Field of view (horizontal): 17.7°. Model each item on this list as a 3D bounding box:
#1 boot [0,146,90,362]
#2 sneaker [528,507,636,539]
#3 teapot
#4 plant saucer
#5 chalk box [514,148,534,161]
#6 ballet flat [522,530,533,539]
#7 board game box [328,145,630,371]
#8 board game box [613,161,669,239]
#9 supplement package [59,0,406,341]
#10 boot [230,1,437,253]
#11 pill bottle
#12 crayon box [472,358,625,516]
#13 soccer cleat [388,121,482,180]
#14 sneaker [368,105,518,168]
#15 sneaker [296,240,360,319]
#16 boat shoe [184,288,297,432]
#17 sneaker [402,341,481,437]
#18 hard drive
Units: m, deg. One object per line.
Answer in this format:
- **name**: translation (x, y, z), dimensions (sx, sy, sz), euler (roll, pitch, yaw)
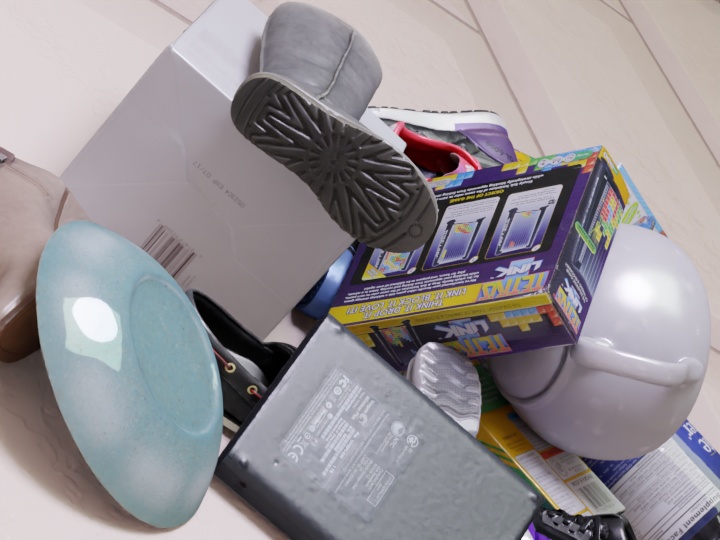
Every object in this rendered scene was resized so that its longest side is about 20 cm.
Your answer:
- **boot**: translation (-0.239, -0.021, 1.478), dimensions (0.146, 0.070, 0.200), euler (39, 19, 7)
- **sneaker**: translation (0.150, 0.202, 1.693), dimensions (0.200, 0.100, 0.069), euler (49, 19, 14)
- **teapot**: translation (0.165, 0.051, 1.776), dimensions (0.145, 0.200, 0.198), euler (10, 51, -30)
- **plant saucer**: translation (-0.130, 0.058, 1.436), dimensions (0.201, 0.039, 0.202), euler (52, 26, -38)
- **chalk box**: translation (0.124, -0.008, 2.030), dimensions (0.124, 0.124, 0.200), euler (22, 29, -43)
- **ballet flat**: translation (0.099, 0.227, 1.613), dimensions (0.069, 0.069, 0.201), euler (16, 37, -51)
- **board game box**: translation (0.088, -0.006, 1.740), dimensions (0.057, 0.199, 0.166), euler (56, 40, -32)
- **board game box**: translation (0.185, 0.025, 1.956), dimensions (0.034, 0.200, 0.135), euler (9, -39, 52)
- **supplement package**: translation (-0.092, -0.079, 1.733), dimensions (0.191, 0.147, 0.200), euler (41, 20, -6)
- **boot**: translation (-0.010, -0.107, 1.654), dimensions (0.182, 0.073, 0.200), euler (43, 15, -6)
- **pill bottle**: translation (0.257, 0.191, 1.903), dimensions (0.200, 0.112, 0.112), euler (47, 21, 11)
- **crayon box**: translation (0.109, 0.138, 1.815), dimensions (0.200, 0.052, 0.126), euler (49, 19, 13)
- **soccer cleat**: translation (0.092, -0.056, 1.862), dimensions (0.199, 0.076, 0.067), euler (25, 57, -11)
- **sneaker**: translation (0.044, -0.083, 1.924), dimensions (0.199, 0.076, 0.088), euler (-6, 53, -20)
- **sneaker**: translation (0.000, 0.000, 1.862), dimensions (0.078, 0.070, 0.200), euler (33, 20, -6)
- **boat shoe**: translation (-0.060, 0.086, 1.595), dimensions (0.201, 0.063, 0.074), euler (36, 19, -24)
- **sneaker**: translation (0.045, 0.151, 1.644), dimensions (0.074, 0.082, 0.201), euler (25, 45, -15)
- **hard drive**: translation (0.015, 0.144, 1.551), dimensions (0.200, 0.033, 0.140), euler (41, 58, -7)
